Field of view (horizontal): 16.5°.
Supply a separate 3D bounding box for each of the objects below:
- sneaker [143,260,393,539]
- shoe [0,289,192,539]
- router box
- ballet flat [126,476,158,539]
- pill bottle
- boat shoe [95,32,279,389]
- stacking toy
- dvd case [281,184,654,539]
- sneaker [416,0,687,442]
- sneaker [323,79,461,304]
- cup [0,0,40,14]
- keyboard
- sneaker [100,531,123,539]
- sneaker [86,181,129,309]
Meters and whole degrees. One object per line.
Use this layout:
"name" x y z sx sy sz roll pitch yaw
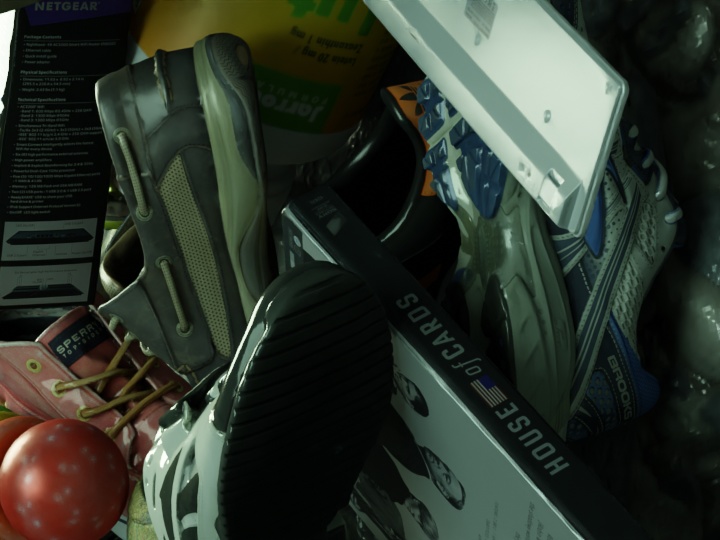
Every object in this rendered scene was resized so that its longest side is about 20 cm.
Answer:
"sneaker" -0.045 0.063 0.899 0.089 0.074 0.200 47 141 34
"shoe" -0.110 0.062 1.111 0.200 0.071 0.091 17 139 44
"router box" -0.160 -0.101 1.113 0.200 0.052 0.158 -122 36 -50
"ballet flat" -0.017 0.147 0.995 0.200 0.071 0.071 29 110 27
"pill bottle" -0.036 -0.115 1.044 0.111 0.111 0.200 53 127 42
"boat shoe" -0.070 -0.003 1.011 0.075 0.073 0.201 -97 2 -62
"stacking toy" -0.164 0.092 1.085 0.200 0.085 0.086 0 86 53
"dvd case" 0.038 0.082 0.900 0.200 0.025 0.151 48 156 30
"sneaker" 0.074 -0.032 0.912 0.077 0.085 0.201 -165 72 -64
"sneaker" 0.000 0.000 1.000 0.200 0.090 0.070 -59 44 30
"cup" -0.120 -0.190 0.942 0.200 0.143 0.201 14 106 59
"keyboard" 0.042 -0.084 0.869 0.200 0.011 0.056 54 130 52
"sneaker" -0.121 0.160 1.160 0.200 0.074 0.081 4 112 50
"sneaker" -0.127 -0.005 1.189 0.200 0.074 0.081 0 90 55
